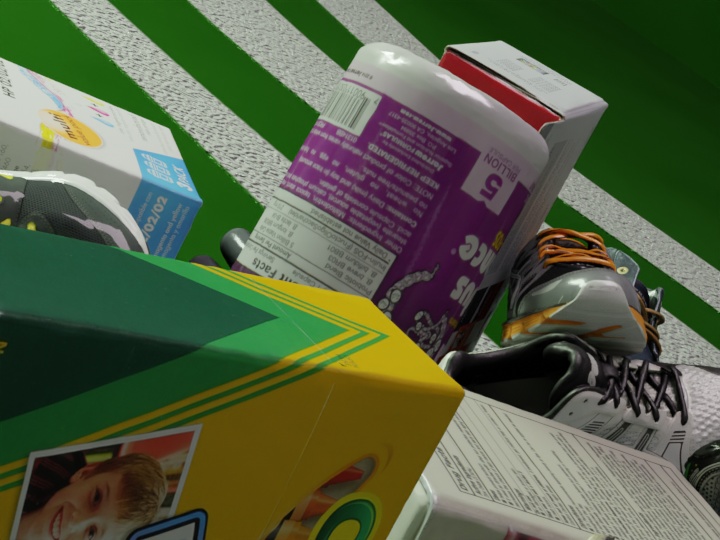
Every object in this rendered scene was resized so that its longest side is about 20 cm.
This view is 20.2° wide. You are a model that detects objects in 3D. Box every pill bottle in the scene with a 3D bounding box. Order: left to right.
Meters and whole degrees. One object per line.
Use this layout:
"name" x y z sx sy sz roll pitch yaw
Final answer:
"pill bottle" 0.000 0.000 0.988 0.112 0.201 0.112 30 -1 1

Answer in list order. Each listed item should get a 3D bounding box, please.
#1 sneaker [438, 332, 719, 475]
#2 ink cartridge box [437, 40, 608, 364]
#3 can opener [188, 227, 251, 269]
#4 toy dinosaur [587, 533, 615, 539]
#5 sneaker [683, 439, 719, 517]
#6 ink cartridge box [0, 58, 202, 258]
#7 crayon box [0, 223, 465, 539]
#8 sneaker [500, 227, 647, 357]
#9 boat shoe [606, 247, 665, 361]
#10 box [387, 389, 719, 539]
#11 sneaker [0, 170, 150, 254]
"sneaker" 0.127 0.075 1.083 0.198 0.088 0.076 -5 53 -10
"ink cartridge box" 0.048 -0.026 1.174 0.083 0.201 0.175 31 15 11
"can opener" -0.035 0.049 1.105 0.200 0.052 0.067 47 -11 43
"toy dinosaur" 0.051 0.181 0.743 0.087 0.048 0.202 15 54 -14
"sneaker" 0.212 0.168 0.958 0.201 0.078 0.085 62 24 -10
"ink cartridge box" -0.197 -0.067 1.123 0.199 0.068 0.115 22 17 -25
"crayon box" -0.085 0.094 0.571 0.172 0.201 0.058 12 22 -44
"sneaker" 0.117 0.011 1.155 0.077 0.078 0.200 7 -5 -5
"boat shoe" 0.167 0.039 1.302 0.071 0.091 0.200 41 -2 -23
"box" 0.065 0.134 0.880 0.199 0.110 0.128 20 18 -28
"sneaker" -0.198 -0.019 0.985 0.198 0.075 0.085 22 21 15
